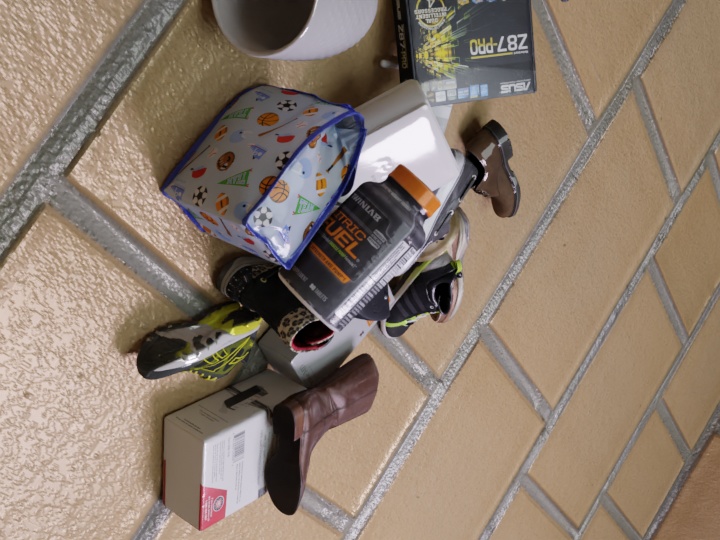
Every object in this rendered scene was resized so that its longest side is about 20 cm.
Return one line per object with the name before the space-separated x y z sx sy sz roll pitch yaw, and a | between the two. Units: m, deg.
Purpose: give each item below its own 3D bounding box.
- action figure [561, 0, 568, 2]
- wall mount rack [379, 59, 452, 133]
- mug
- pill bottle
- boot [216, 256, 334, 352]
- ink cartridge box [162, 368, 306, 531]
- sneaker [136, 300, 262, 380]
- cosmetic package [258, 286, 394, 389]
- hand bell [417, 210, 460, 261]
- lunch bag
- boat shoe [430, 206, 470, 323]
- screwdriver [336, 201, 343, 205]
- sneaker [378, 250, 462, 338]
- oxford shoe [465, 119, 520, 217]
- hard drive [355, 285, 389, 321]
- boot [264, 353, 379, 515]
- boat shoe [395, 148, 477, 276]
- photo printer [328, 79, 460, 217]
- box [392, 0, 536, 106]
action figure | 0.364 -0.525 1.800 0.194 0.104 0.201 -55 148 -30
wall mount rack | 0.082 -0.225 1.642 0.173 0.075 0.201 9 104 -22
mug | -0.067 -0.340 1.325 0.175 0.147 0.202 -11 90 -58
pill bottle | 0.005 -0.032 1.373 0.200 0.106 0.106 -46 144 0
boot | -0.073 0.043 1.518 0.203 0.154 0.074 -3 124 -50
ink cartridge box | -0.169 0.241 1.584 0.199 0.083 0.145 -22 126 -45
sneaker | -0.199 0.109 1.470 0.199 0.074 0.085 -22 128 -45
cosmetic package | -0.046 0.071 1.653 0.200 0.071 0.102 -50 143 -20
hand bell | 0.054 -0.107 1.670 0.104 0.104 0.200 -57 136 -11
lunch bag | -0.104 -0.123 1.366 0.201 0.169 0.124 -57 140 -14
boat shoe | 0.122 -0.008 1.836 0.071 0.076 0.201 -7 117 -21
screwdriver | -0.026 -0.085 1.467 0.029 0.199 0.028 27 81 -54
sneaker | 0.094 0.049 1.775 0.071 0.083 0.201 -22 150 -43
oxford shoe | 0.204 -0.149 1.862 0.084 0.073 0.201 -36 137 -10
hard drive | 0.000 0.000 1.527 0.200 0.042 0.136 14 72 -77
boot | -0.045 0.227 1.622 0.200 0.064 0.188 -28 132 -50
boat shoe | 0.102 -0.074 1.638 0.066 0.070 0.201 28 89 -32
photo printer | 0.018 -0.146 1.539 0.199 0.070 0.167 -27 140 5
box | 0.144 -0.314 1.587 0.199 0.049 0.163 -10 103 -25
